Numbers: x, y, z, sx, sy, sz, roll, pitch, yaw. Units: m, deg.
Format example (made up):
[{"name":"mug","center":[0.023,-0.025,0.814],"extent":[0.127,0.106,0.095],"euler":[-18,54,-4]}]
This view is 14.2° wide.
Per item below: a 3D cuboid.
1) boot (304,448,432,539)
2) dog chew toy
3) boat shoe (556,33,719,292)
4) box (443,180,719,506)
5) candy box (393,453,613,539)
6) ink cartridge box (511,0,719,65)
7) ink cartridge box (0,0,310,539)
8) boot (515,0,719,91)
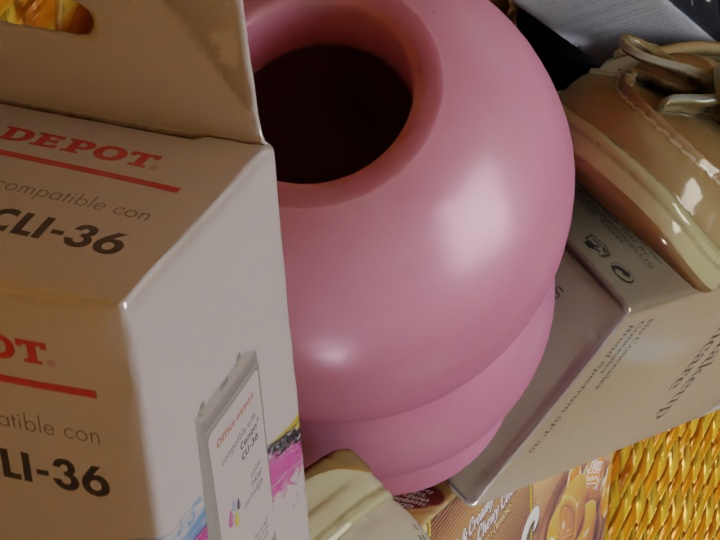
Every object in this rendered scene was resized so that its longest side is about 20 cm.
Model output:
[{"name":"boot","center":[-0.018,0.161,0.717],"extent":[0.200,0.155,0.072],"euler":[-44,171,-21]},{"name":"dog chew toy","center":[0.000,0.000,0.793],"extent":[0.200,0.124,0.125],"euler":[74,33,-62]},{"name":"boat shoe","center":[0.101,-0.043,0.851],"extent":[0.063,0.073,0.200],"euler":[-46,176,14]},{"name":"box","center":[0.086,0.004,0.973],"extent":[0.200,0.078,0.095],"euler":[-15,146,-55]},{"name":"candy box","center":[0.031,0.100,0.995],"extent":[0.200,0.055,0.116],"euler":[-34,131,-61]},{"name":"ink cartridge box","center":[0.072,-0.165,0.900],"extent":[0.200,0.043,0.199],"euler":[22,60,-71]},{"name":"ink cartridge box","center":[-0.077,0.028,0.608],"extent":[0.068,0.116,0.201],"euler":[-52,145,-49]},{"name":"boot","center":[0.120,-0.129,1.089],"extent":[0.198,0.073,0.163],"euler":[33,70,-63]}]
